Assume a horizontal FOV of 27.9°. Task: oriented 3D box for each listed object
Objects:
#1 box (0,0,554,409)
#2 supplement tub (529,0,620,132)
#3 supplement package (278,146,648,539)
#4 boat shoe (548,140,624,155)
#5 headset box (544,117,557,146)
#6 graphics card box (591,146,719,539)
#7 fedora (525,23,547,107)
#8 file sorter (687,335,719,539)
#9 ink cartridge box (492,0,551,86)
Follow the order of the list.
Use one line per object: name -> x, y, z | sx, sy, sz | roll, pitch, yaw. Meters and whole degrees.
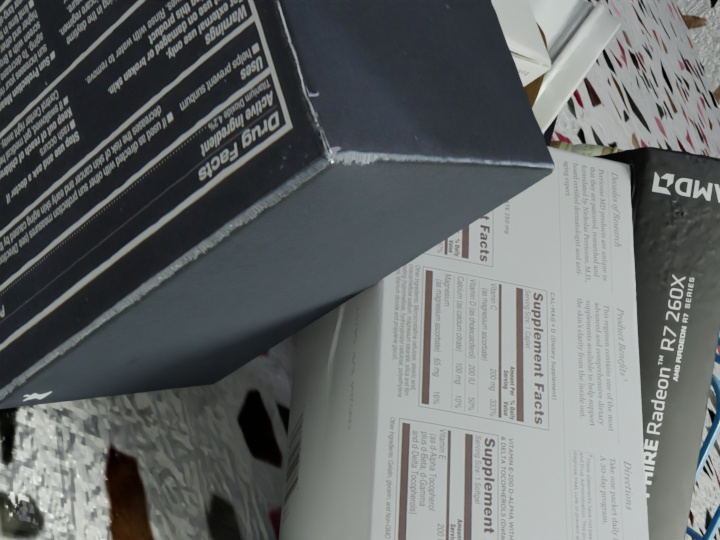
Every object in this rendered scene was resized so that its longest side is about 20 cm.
box -> -0.064, -0.080, 0.525 | 0.122, 0.199, 0.201 | 0, 67, -47
supplement tub -> 0.047, -0.163, 0.898 | 0.199, 0.145, 0.144 | 37, 23, 2
supplement package -> 0.036, 0.069, 0.599 | 0.109, 0.156, 0.202 | 11, 57, -11
boat shoe -> 0.165, 0.004, 1.099 | 0.073, 0.062, 0.203 | -47, 139, -68
headset box -> 0.058, -0.166, 1.086 | 0.201, 0.092, 0.174 | 60, 21, -12
graphics card box -> 0.114, 0.049, 0.653 | 0.125, 0.050, 0.203 | -164, -96, -83
fedora -> 0.030, -0.052, 0.768 | 0.082, 0.199, 0.202 | 55, 23, -29
file sorter -> 0.171, 0.101, 0.849 | 0.198, 0.140, 0.122 | 9, 19, -45
ink cartridge box -> -0.032, -0.106, 0.645 | 0.084, 0.199, 0.147 | 14, 52, -51
